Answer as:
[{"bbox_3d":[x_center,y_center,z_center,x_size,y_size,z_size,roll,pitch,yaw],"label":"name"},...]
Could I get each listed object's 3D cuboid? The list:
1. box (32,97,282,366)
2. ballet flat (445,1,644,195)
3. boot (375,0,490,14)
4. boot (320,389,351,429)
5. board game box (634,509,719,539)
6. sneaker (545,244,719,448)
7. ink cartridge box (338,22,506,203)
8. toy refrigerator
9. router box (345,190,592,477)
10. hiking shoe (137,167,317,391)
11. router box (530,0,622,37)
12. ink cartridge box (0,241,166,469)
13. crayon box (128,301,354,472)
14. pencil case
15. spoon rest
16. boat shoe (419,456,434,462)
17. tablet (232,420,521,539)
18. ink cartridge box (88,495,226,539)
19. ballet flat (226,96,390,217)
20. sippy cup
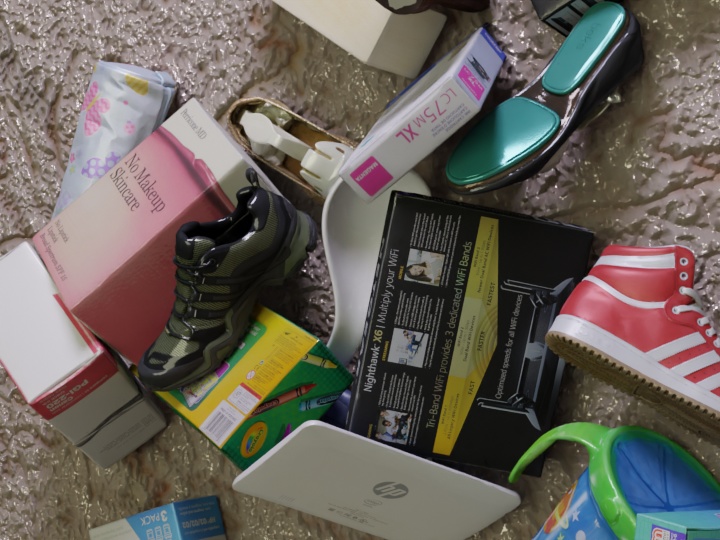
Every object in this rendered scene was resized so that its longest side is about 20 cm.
[{"bbox_3d":[-0.173,-0.034,1.104,0.200,0.109,0.128,-42,44,0],"label":"box"},{"bbox_3d":[0.151,-0.119,0.960,0.073,0.073,0.200,39,83,28],"label":"ballet flat"},{"bbox_3d":[0.018,-0.275,0.991,0.064,0.200,0.186,-42,86,26],"label":"boot"},{"bbox_3d":[-0.079,0.125,1.127,0.200,0.073,0.090,23,73,38],"label":"boot"},{"bbox_3d":[0.259,0.237,0.820,0.045,0.200,0.153,7,90,55],"label":"board game box"},{"bbox_3d":[0.249,0.054,0.911,0.200,0.071,0.113,30,72,6],"label":"sneaker"},{"bbox_3d":[0.057,-0.133,0.994,0.119,0.200,0.042,-39,102,25],"label":"ink cartridge box"},{"bbox_3d":[-0.023,-0.250,1.089,0.200,0.076,0.070,40,110,33],"label":"toy refrigerator"},{"bbox_3d":[0.083,0.049,0.971,0.157,0.052,0.201,11,96,-4],"label":"router box"},{"bbox_3d":[-0.132,0.008,1.032,0.200,0.101,0.076,-50,34,-3],"label":"hiking shoe"},{"bbox_3d":[0.181,-0.314,0.979,0.157,0.052,0.200,-30,67,27],"label":"router box"},{"bbox_3d":[-0.276,0.085,1.159,0.085,0.200,0.146,-37,65,-8],"label":"ink cartridge box"},{"bbox_3d":[-0.108,0.089,1.068,0.119,0.058,0.200,-48,34,-11],"label":"crayon box"},{"bbox_3d":[-0.247,-0.108,1.226,0.091,0.083,0.200,21,98,38],"label":"pencil case"},{"bbox_3d":[0.000,0.000,1.061,0.061,0.099,0.200,-121,46,-61],"label":"spoon rest"},{"bbox_3d":[0.046,0.105,1.046,0.070,0.070,0.201,11,96,-6],"label":"boat shoe"},{"bbox_3d":[0.013,0.177,0.977,0.130,0.200,0.014,-43,34,43],"label":"tablet"},{"bbox_3d":[-0.175,0.327,1.165,0.115,0.068,0.200,-23,76,29],"label":"ink cartridge box"},{"bbox_3d":[-0.048,-0.101,1.111,0.200,0.065,0.071,29,99,29],"label":"ballet flat"},{"bbox_3d":[0.193,0.207,0.912,0.130,0.139,0.178,-52,43,31],"label":"sippy cup"}]
